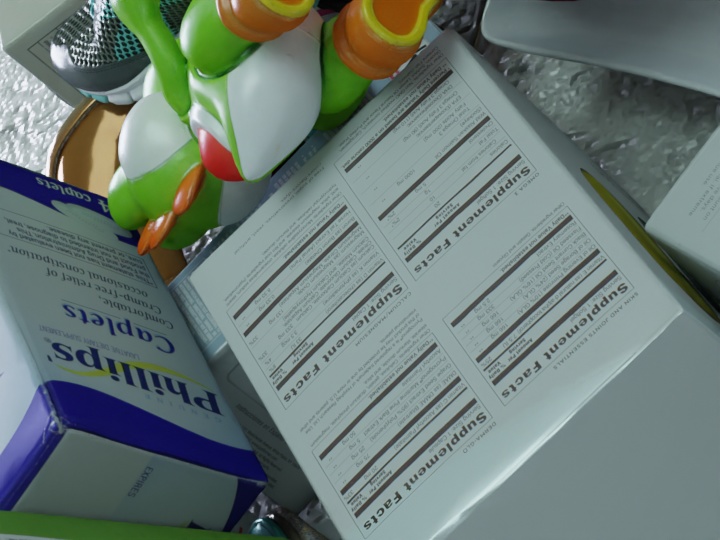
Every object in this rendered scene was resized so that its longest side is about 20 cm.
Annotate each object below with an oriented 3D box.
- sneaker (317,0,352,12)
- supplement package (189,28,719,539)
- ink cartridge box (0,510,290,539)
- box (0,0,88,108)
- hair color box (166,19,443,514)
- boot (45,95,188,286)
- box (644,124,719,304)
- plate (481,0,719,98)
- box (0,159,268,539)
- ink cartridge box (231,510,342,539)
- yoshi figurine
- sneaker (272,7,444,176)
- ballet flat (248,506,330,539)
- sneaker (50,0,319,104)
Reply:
[{"bbox_3d":[0.046,-0.191,1.258,0.200,0.091,0.076,-34,40,-12],"label":"sneaker"},{"bbox_3d":[0.063,0.043,1.067,0.151,0.152,0.200,-44,42,8],"label":"supplement package"},{"bbox_3d":[-0.112,0.199,1.065,0.200,0.148,0.076,-65,35,24],"label":"ink cartridge box"},{"bbox_3d":[-0.084,-0.166,1.391,0.200,0.095,0.078,-34,43,16],"label":"box"},{"bbox_3d":[0.000,0.000,1.193,0.200,0.099,0.061,-45,41,6],"label":"hair color box"},{"bbox_3d":[-0.094,0.005,1.293,0.155,0.074,0.200,32,99,48],"label":"boot"},{"bbox_3d":[0.219,0.013,0.973,0.097,0.124,0.200,-53,42,-2],"label":"box"},{"bbox_3d":[0.163,-0.166,1.150,0.200,0.032,0.200,19,86,42],"label":"plate"},{"bbox_3d":[-0.158,0.081,1.143,0.184,0.105,0.200,-53,40,19],"label":"box"},{"bbox_3d":[-0.111,0.156,1.204,0.200,0.067,0.116,-12,54,36],"label":"ink cartridge box"},{"bbox_3d":[-0.047,-0.085,1.131,0.112,0.112,0.200,57,142,9],"label":"yoshi figurine"},{"bbox_3d":[-0.041,-0.078,1.277,0.121,0.084,0.200,-31,36,-25],"label":"sneaker"},{"bbox_3d":[0.011,0.176,1.087,0.068,0.067,0.200,114,145,-41],"label":"ballet flat"},{"bbox_3d":[-0.091,-0.140,1.239,0.200,0.091,0.078,-24,39,48],"label":"sneaker"}]
